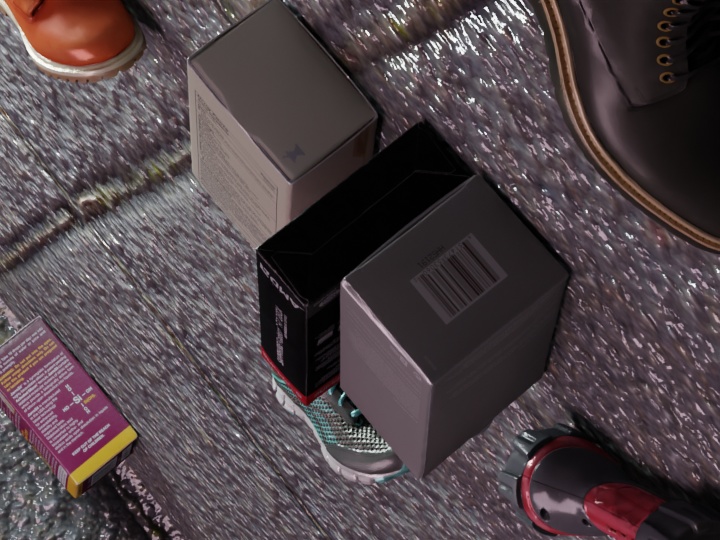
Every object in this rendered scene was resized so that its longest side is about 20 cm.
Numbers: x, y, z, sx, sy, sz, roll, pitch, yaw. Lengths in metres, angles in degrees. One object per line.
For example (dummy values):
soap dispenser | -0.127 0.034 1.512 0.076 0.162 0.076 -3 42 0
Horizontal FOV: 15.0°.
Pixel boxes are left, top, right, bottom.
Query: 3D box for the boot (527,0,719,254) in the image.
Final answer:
boot | 0.128 -0.093 1.050 0.200 0.077 0.138 54 162 -15

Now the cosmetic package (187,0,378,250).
cosmetic package | -0.050 -0.078 1.691 0.105 0.071 0.200 50 167 10

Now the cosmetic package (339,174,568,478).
cosmetic package | 0.050 0.037 1.583 0.090 0.107 0.200 48 165 12

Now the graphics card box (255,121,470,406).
graphics card box | 0.000 0.000 1.612 0.051 0.125 0.200 49 168 13

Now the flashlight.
flashlight | 0.152 0.142 1.606 0.068 0.068 0.200 60 166 -20

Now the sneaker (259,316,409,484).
sneaker | -0.019 0.086 2.034 0.200 0.077 0.091 35 155 48

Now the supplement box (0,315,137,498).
supplement box | -0.381 0.174 3.446 0.200 0.103 0.131 50 167 4

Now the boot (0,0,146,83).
boot | -0.228 -0.212 1.954 0.200 0.075 0.107 43 159 39
